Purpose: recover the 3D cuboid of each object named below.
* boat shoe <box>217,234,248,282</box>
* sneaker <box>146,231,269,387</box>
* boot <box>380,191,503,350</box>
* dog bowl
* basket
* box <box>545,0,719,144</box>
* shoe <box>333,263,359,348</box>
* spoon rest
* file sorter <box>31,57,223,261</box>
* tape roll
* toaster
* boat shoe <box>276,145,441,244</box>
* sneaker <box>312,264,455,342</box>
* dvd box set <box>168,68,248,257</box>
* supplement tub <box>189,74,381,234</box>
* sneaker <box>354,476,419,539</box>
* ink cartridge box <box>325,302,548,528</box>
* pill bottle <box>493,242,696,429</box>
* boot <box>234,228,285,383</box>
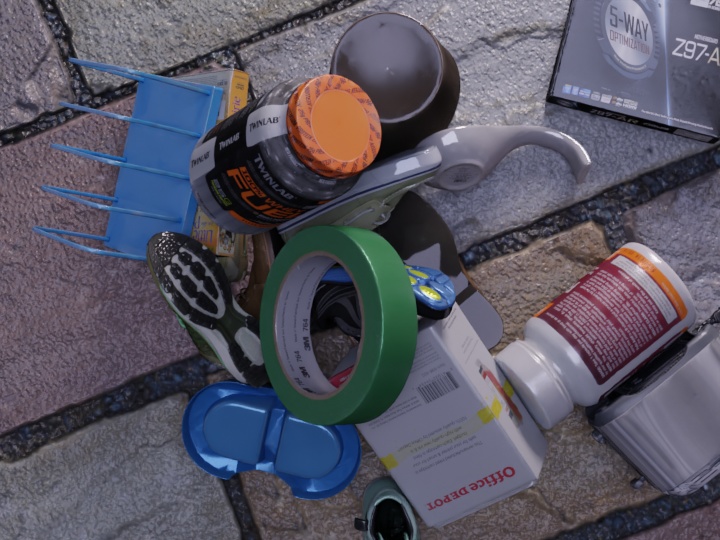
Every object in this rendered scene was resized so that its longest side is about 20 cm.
[{"bbox_3d":[-0.149,-0.088,1.401,0.073,0.063,0.202,-5,80,44],"label":"boat shoe"},{"bbox_3d":[-0.174,0.046,1.324,0.200,0.088,0.077,56,50,-23],"label":"sneaker"},{"bbox_3d":[0.084,0.004,1.374,0.073,0.075,0.200,-33,86,1],"label":"boot"},{"bbox_3d":[-0.095,0.180,1.377,0.199,0.050,0.112,14,103,3],"label":"dog bowl"},{"bbox_3d":[0.029,-0.194,1.325,0.180,0.200,0.136,-43,86,0],"label":"basket"},{"bbox_3d":[0.323,-0.244,1.394,0.199,0.044,0.161,15,88,3],"label":"box"},{"bbox_3d":[0.000,0.000,1.391,0.070,0.053,0.201,-16,88,9],"label":"shoe"},{"bbox_3d":[0.151,-0.127,1.381,0.199,0.099,0.061,0,58,-10],"label":"spoon rest"},{"bbox_3d":[-0.255,-0.116,1.332,0.139,0.122,0.201,18,96,45],"label":"file sorter"},{"bbox_3d":[-0.026,0.055,1.259,0.048,0.200,0.201,3,86,-40],"label":"tape roll"},{"bbox_3d":[0.351,0.147,1.342,0.200,0.114,0.129,-39,90,-2],"label":"toaster"},{"bbox_3d":[0.002,-0.073,1.334,0.199,0.072,0.062,-22,99,20],"label":"boat shoe"},{"bbox_3d":[0.024,0.036,1.292,0.199,0.071,0.083,0,95,47],"label":"sneaker"},{"bbox_3d":[-0.186,-0.114,1.371,0.146,0.029,0.201,0,84,44],"label":"dvd box set"},{"bbox_3d":[-0.074,-0.114,1.229,0.122,0.200,0.123,10,72,-32],"label":"supplement tub"},{"bbox_3d":[0.034,0.329,1.340,0.073,0.118,0.201,-9,88,0],"label":"sneaker"},{"bbox_3d":[0.084,0.152,1.321,0.145,0.083,0.200,-29,100,27],"label":"ink cartridge box"},{"bbox_3d":[0.248,0.071,1.334,0.200,0.114,0.114,-37,86,-9],"label":"pill bottle"},{"bbox_3d":[-0.112,0.028,1.378,0.075,0.074,0.201,-4,99,13],"label":"boot"}]
